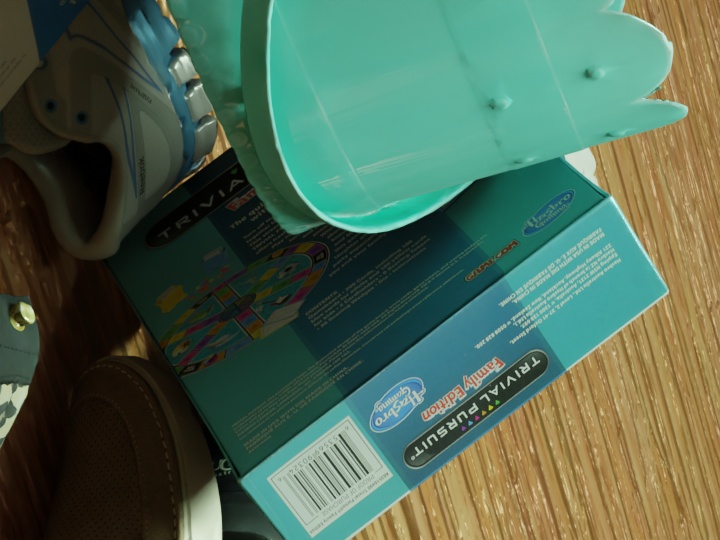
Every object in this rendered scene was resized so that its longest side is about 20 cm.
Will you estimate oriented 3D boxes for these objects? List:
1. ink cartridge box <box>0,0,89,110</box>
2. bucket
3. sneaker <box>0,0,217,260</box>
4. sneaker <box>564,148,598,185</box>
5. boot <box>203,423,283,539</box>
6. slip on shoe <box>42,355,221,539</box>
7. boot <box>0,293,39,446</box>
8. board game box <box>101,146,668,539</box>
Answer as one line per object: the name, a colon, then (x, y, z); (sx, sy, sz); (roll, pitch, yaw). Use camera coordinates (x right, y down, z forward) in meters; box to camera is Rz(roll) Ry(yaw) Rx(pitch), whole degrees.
ink cartridge box: (-0.163, -0.112, 0.745); (0.067, 0.116, 0.200); (44, 8, 30)
bucket: (0.008, -0.115, 0.812); (0.207, 0.134, 0.208); (-22, 90, -84)
sneaker: (-0.116, -0.088, 0.902); (0.201, 0.075, 0.087); (62, 38, -32)
sneaker: (0.073, -0.057, 1.294); (0.200, 0.073, 0.071); (45, 33, -64)
boot: (-0.020, 0.108, 1.018); (0.169, 0.076, 0.201); (-79, 158, -49)
slip on shoe: (-0.093, 0.122, 0.881); (0.060, 0.076, 0.201); (13, 66, -35)
boot: (-0.143, -0.014, 0.748); (0.205, 0.073, 0.154); (-64, 155, 4)
board game box: (0.000, 0.000, 0.906); (0.047, 0.151, 0.200); (54, -2, -29)
